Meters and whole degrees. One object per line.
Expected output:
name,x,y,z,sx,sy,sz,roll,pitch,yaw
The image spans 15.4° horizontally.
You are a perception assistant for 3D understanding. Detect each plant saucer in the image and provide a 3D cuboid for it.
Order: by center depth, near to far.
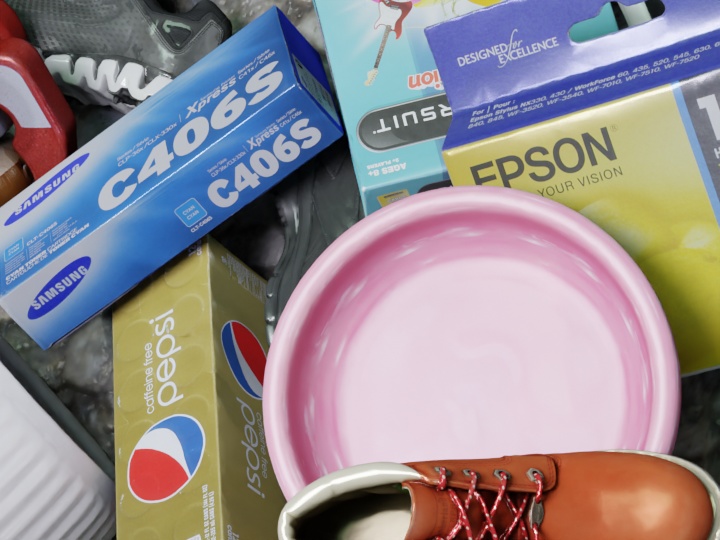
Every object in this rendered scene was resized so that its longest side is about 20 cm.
plant saucer,0.055,0.062,1.267,0.200,0.051,0.201,-3,77,14

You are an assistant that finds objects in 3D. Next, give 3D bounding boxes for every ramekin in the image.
ramekin,-0.212,0.094,1.408,0.105,0.200,0.200,-41,56,-3

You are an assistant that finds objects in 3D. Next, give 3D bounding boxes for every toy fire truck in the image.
toy fire truck,-0.243,-0.054,1.509,0.199,0.168,0.112,-15,30,24

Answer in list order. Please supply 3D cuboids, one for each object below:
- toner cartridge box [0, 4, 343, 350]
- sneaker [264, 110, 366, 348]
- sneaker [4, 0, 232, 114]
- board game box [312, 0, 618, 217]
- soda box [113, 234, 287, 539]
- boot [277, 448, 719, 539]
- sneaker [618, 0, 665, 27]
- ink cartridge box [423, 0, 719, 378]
toner cartridge box,-0.106,-0.050,1.412,0.200,0.043,0.095,-36,29,11
sneaker,0.000,0.000,1.398,0.090,0.076,0.201,-9,70,18
sneaker,-0.153,-0.141,1.543,0.200,0.066,0.091,19,78,30
board game box,0.054,-0.134,1.399,0.150,0.047,0.201,-13,63,-1
soda box,-0.083,0.084,1.378,0.068,0.064,0.200,-26,46,24
boot,0.061,0.115,1.174,0.199,0.107,0.075,-7,75,11
sneaker,0.185,-0.159,1.360,0.112,0.073,0.201,-26,69,14
ink cartridge box,0.145,-0.047,1.285,0.197,0.047,0.201,-16,104,24
